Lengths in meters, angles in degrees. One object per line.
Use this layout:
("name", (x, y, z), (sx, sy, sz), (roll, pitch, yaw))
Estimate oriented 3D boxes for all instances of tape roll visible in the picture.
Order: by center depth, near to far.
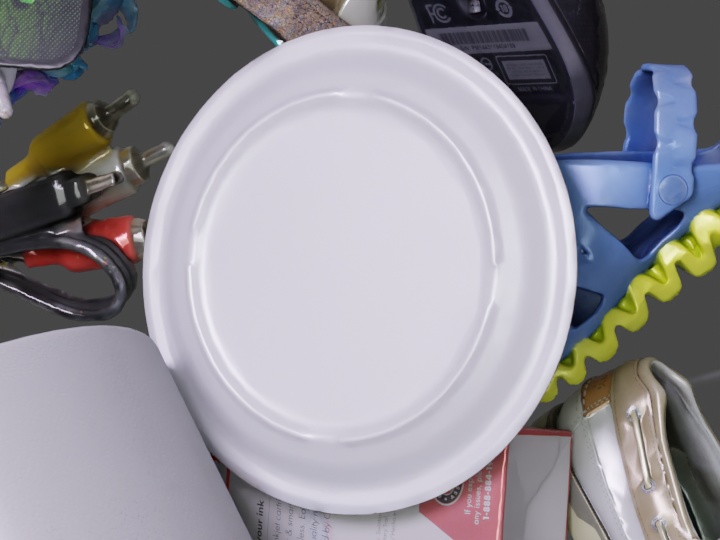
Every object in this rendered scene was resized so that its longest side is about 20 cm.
("tape roll", (-0.142, 0.132, 0.975), (0.202, 0.203, 0.140), (-30, 73, 8))

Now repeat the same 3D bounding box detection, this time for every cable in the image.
("cable", (-0.175, -0.014, 1.135), (0.199, 0.050, 0.098), (-14, 98, 23))

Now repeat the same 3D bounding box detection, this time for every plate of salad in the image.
("plate of salad", (0.000, 0.000, 1.004), (0.199, 0.048, 0.202), (-2, 85, 26))

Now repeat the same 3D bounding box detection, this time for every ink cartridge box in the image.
("ink cartridge box", (-0.012, 0.119, 1.053), (0.199, 0.067, 0.118), (3, 87, 32))

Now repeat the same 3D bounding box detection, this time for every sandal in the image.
("sandal", (0.099, -0.016, 1.036), (0.200, 0.079, 0.087), (-40, 103, -7))

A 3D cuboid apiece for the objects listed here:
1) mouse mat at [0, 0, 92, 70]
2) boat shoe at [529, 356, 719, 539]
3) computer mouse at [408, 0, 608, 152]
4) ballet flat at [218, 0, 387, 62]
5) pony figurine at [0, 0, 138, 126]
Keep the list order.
("mouse mat", (-0.183, -0.180, 1.020), (0.159, 0.008, 0.202), (4, 70, 2))
("boat shoe", (0.150, 0.130, 1.026), (0.068, 0.075, 0.201), (-40, 79, 30))
("computer mouse", (0.059, -0.145, 1.040), (0.138, 0.053, 0.201), (6, 130, 42))
("ballet flat", (-0.031, -0.129, 1.031), (0.067, 0.200, 0.068), (-44, 45, 9))
("pony figurine", (-0.171, -0.143, 1.072), (0.192, 0.167, 0.201), (15, 62, 40))
